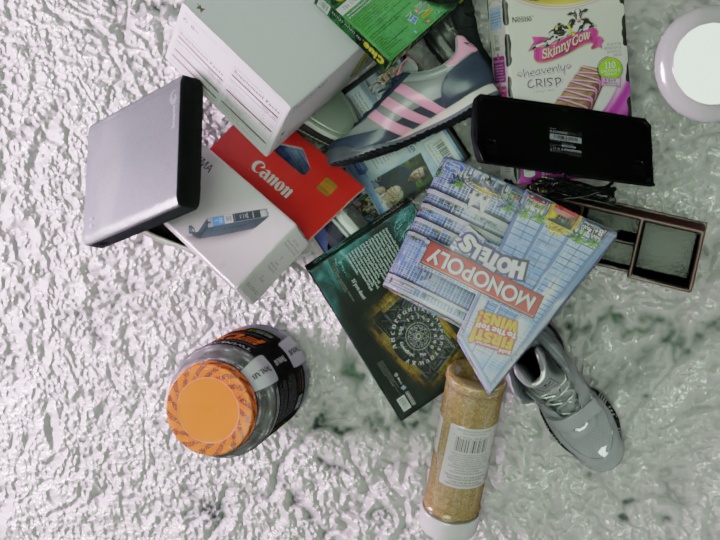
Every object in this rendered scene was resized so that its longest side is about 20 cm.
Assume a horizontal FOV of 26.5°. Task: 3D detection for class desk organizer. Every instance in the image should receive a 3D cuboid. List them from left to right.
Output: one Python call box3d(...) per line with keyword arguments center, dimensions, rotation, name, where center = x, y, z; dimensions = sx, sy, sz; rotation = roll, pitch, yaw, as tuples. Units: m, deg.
box3d(center=(0.262, -0.035, 1.618), dimensions=(0.198, 0.077, 0.073), rotation=(14, 99, 11), name="desk organizer")

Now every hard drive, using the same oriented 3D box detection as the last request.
box3d(center=(-0.233, -0.113, 1.633), dimensions=(0.199, 0.033, 0.141), rotation=(-17, 68, 50), name="hard drive")

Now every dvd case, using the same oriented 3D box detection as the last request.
box3d(center=(0.004, -0.129, 1.695), dimensions=(0.199, 0.018, 0.143), rotation=(-34, 88, 15), name="dvd case")

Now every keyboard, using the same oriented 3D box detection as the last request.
box3d(center=(0.203, -0.115, 1.559), dimensions=(0.197, 0.040, 0.105), rotation=(7, 70, -13), name="keyboard")

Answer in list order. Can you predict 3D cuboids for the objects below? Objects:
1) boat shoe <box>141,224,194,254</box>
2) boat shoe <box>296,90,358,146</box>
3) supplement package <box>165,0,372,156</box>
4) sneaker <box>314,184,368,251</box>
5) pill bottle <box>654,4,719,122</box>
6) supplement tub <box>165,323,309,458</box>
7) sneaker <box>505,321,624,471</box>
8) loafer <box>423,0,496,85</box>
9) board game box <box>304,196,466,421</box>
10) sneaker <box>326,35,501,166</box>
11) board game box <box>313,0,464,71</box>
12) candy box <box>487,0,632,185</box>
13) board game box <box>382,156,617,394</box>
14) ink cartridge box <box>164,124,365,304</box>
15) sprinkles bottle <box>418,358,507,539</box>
box3d(center=(-0.168, -0.047, 1.718), dimensions=(0.198, 0.066, 0.073), rotation=(17, 99, 11), name="boat shoe")
box3d(center=(-0.087, -0.196, 1.681), dimensions=(0.200, 0.075, 0.061), rotation=(43, 137, 15), name="boat shoe")
box3d(center=(-0.075, -0.253, 1.599), dimensions=(0.156, 0.111, 0.200), rotation=(43, 63, 4), name="supplement package")
box3d(center=(0.000, 0.000, 1.669), dimensions=(0.079, 0.079, 0.200), rotation=(-39, 99, 12), name="sneaker")
box3d(center=(0.348, -0.204, 1.515), dimensions=(0.111, 0.200, 0.114), rotation=(1, 97, 12), name="pill bottle")
box3d(center=(-0.135, 0.132, 1.663), dimensions=(0.121, 0.200, 0.124), rotation=(1, 97, 12), name="supplement tub")
box3d(center=(0.211, 0.136, 1.630), dimensions=(0.075, 0.115, 0.201), rotation=(-33, 89, 14), name="sneaker")
box3d(center=(0.093, -0.274, 1.632), dimensions=(0.070, 0.068, 0.201), rotation=(-39, 84, 21), name="loafer")
box3d(center=(0.047, 0.042, 1.633), dimensions=(0.134, 0.028, 0.201), rotation=(-33, 107, -4), name="board game box")
box3d(center=(0.045, -0.176, 1.603), dimensions=(0.198, 0.070, 0.083), rotation=(-24, 86, 13), name="sneaker")
box3d(center=(0.054, -0.301, 1.585), dimensions=(0.105, 0.023, 0.200), rotation=(45, 62, 4), name="board game box")
box3d(center=(0.210, -0.196, 1.595), dimensions=(0.135, 0.061, 0.203), rotation=(-7, 95, -12), name="candy box")
box3d(center=(0.129, 0.013, 1.556), dimensions=(0.198, 0.062, 0.202), rotation=(25, 86, 7), name="board game box")
box3d(center=(-0.122, -0.087, 1.642), dimensions=(0.176, 0.045, 0.200), rotation=(-46, 55, -6), name="ink cartridge box")
box3d(center=(0.110, 0.197, 1.655), dimensions=(0.067, 0.068, 0.202), rotation=(14, 118, 11), name="sprinkles bottle")
